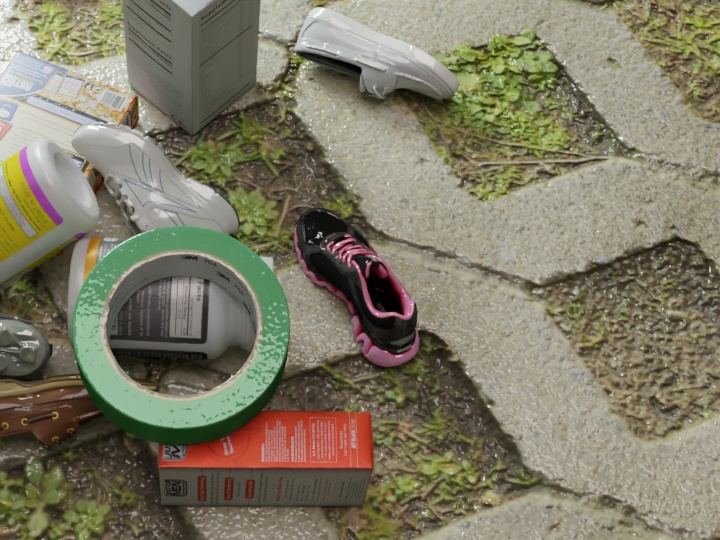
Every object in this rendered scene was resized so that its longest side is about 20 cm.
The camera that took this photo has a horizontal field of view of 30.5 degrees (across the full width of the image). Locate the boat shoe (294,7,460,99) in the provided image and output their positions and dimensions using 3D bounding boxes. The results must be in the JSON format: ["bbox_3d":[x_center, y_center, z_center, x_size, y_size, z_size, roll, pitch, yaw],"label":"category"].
[{"bbox_3d":[0.016,-0.237,1.538,0.198,0.072,0.069,27,81,1],"label":"boat shoe"}]

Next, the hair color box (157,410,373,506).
[{"bbox_3d":[-0.091,0.179,1.251,0.197,0.102,0.062,1,60,-7],"label":"hair color box"}]

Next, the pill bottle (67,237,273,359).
[{"bbox_3d":[-0.187,0.029,1.321,0.197,0.117,0.118,3,59,-6],"label":"pill bottle"}]

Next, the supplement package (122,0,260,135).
[{"bbox_3d":[-0.185,-0.270,1.450,0.109,0.201,0.114,38,61,16],"label":"supplement package"}]

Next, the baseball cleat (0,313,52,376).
[{"bbox_3d":[-0.399,0.062,1.282,0.198,0.106,0.071,19,88,-7],"label":"baseball cleat"}]

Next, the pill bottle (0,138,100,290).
[{"bbox_3d":[-0.366,-0.038,1.314,0.199,0.104,0.105,-32,64,7],"label":"pill bottle"}]

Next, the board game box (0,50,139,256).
[{"bbox_3d":[-0.351,-0.131,1.436,0.150,0.046,0.201,21,59,5],"label":"board game box"}]

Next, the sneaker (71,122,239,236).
[{"bbox_3d":[-0.224,-0.081,1.388,0.199,0.074,0.088,36,69,-5],"label":"sneaker"}]

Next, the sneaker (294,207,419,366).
[{"bbox_3d":[0.000,0.000,1.374,0.078,0.096,0.201,-29,65,-20],"label":"sneaker"}]

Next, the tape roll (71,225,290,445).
[{"bbox_3d":[-0.164,0.058,1.219,0.198,0.048,0.203,3,64,-6],"label":"tape roll"}]

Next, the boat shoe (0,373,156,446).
[{"bbox_3d":[-0.296,0.135,1.278,0.197,0.072,0.069,-3,87,-7],"label":"boat shoe"}]
